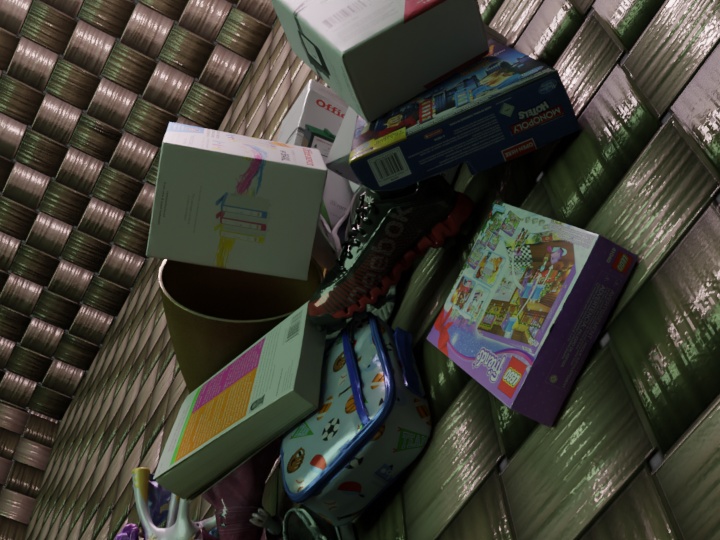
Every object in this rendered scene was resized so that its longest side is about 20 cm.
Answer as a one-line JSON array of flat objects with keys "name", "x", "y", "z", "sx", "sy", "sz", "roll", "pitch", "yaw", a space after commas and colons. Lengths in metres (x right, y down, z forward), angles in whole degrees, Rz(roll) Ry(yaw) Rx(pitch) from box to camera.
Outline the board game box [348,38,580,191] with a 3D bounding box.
[{"name": "board game box", "x": 0.095, "y": -0.151, "z": 1.001, "sx": 0.199, "sy": 0.062, "sz": 0.200, "roll": -22, "pitch": 22, "yaw": 14}]

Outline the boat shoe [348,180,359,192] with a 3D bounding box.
[{"name": "boat shoe", "x": 0.039, "y": -0.165, "z": 1.302, "sx": 0.066, "sy": 0.072, "sz": 0.200, "roll": -52, "pitch": 12, "yaw": 48}]

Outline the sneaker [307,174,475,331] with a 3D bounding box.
[{"name": "sneaker", "x": 0.014, "y": -0.028, "z": 1.030, "sx": 0.200, "sy": 0.098, "sz": 0.071, "roll": -41, "pitch": 20, "yaw": 0}]

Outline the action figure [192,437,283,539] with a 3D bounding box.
[{"name": "action figure", "x": -0.139, "y": 0.270, "z": 1.163, "sx": 0.149, "sy": 0.133, "sz": 0.201, "roll": 24, "pitch": -121, "yaw": -70}]

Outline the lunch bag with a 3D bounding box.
[{"name": "lunch bag", "x": -0.007, "y": 0.131, "z": 0.995, "sx": 0.160, "sy": 0.075, "sz": 0.200, "roll": -49, "pitch": 22, "yaw": 16}]

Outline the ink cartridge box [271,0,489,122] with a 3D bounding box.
[{"name": "ink cartridge box", "x": 0.014, "y": -0.252, "z": 1.049, "sx": 0.145, "sy": 0.084, "sz": 0.200, "roll": -31, "pitch": 40, "yaw": -7}]

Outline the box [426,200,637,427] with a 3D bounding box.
[{"name": "box", "x": 0.126, "y": 0.025, "z": 0.822, "sx": 0.137, "sy": 0.039, "sz": 0.200, "roll": -63, "pitch": 17, "yaw": 4}]

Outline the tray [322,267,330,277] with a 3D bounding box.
[{"name": "tray", "x": -0.053, "y": 0.039, "z": 1.342, "sx": 0.099, "sy": 0.037, "sz": 0.201, "roll": -46, "pitch": 24, "yaw": 47}]

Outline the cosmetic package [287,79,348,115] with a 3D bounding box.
[{"name": "cosmetic package", "x": -0.058, "y": -0.175, "z": 1.533, "sx": 0.085, "sy": 0.107, "sz": 0.201, "roll": -49, "pitch": 22, "yaw": 41}]

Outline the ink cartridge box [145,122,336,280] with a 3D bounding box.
[{"name": "ink cartridge box", "x": -0.122, "y": -0.075, "z": 1.144, "sx": 0.129, "sy": 0.199, "sz": 0.126, "roll": -111, "pitch": 31, "yaw": -71}]

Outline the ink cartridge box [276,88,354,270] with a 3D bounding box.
[{"name": "ink cartridge box", "x": -0.040, "y": -0.112, "z": 1.322, "sx": 0.084, "sy": 0.146, "sz": 0.201, "roll": -44, "pitch": 27, "yaw": 48}]

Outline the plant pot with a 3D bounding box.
[{"name": "plant pot", "x": -0.141, "y": 0.089, "z": 1.227, "sx": 0.187, "sy": 0.185, "sz": 0.201, "roll": -95, "pitch": 9, "yaw": -59}]

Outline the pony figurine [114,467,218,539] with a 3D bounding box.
[{"name": "pony figurine", "x": -0.245, "y": 0.343, "z": 1.302, "sx": 0.192, "sy": 0.166, "sz": 0.201, "roll": -21, "pitch": 58, "yaw": 29}]

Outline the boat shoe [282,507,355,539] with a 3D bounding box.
[{"name": "boat shoe", "x": -0.034, "y": 0.267, "z": 0.909, "sx": 0.074, "sy": 0.068, "sz": 0.199, "roll": -60, "pitch": 18, "yaw": 16}]

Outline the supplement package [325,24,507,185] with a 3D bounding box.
[{"name": "supplement package", "x": 0.061, "y": -0.187, "z": 1.176, "sx": 0.201, "sy": 0.117, "sz": 0.117, "roll": -68, "pitch": 18, "yaw": -11}]

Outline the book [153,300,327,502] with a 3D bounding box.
[{"name": "book", "x": -0.118, "y": 0.129, "z": 1.060, "sx": 0.200, "sy": 0.048, "sz": 0.134, "roll": -37, "pitch": 27, "yaw": 29}]

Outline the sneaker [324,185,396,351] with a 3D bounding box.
[{"name": "sneaker", "x": 0.000, "y": 0.000, "z": 1.178, "sx": 0.130, "sy": 0.079, "sz": 0.200, "roll": -130, "pitch": 47, "yaw": -88}]
